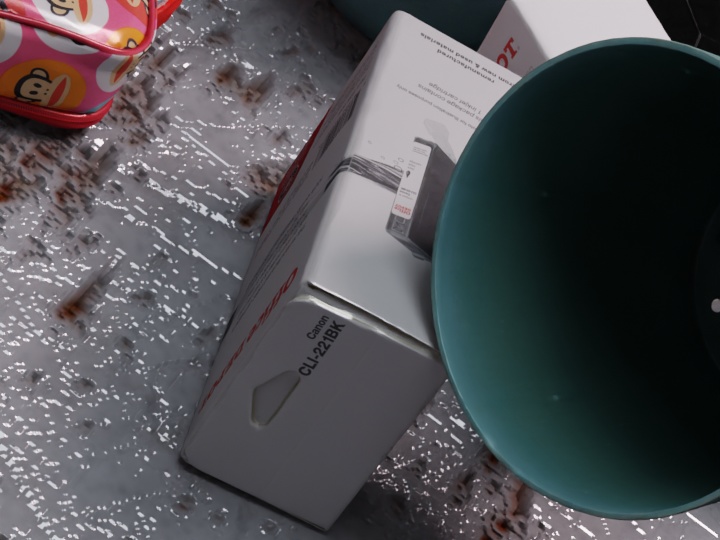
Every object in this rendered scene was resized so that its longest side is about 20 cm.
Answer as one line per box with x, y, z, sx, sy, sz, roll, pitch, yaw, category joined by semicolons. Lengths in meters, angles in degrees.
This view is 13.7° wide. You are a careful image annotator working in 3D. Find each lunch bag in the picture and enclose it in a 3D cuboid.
-0.170;-0.170;1.507;0.175;0.082;0.201;15;46;-22;lunch bag

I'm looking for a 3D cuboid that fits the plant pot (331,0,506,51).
0.048;-0.194;1.627;0.199;0.135;0.201;17;46;-19;plant pot

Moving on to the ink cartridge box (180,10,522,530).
0.000;0.000;1.419;0.083;0.144;0.200;28;44;-8;ink cartridge box

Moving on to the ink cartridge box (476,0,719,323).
0.123;-0.027;1.521;0.084;0.146;0.200;-12;59;-32;ink cartridge box

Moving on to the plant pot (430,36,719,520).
0.157;0.004;1.308;0.161;0.201;0.201;1;51;-52;plant pot

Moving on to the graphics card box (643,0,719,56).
0.195;-0.186;1.602;0.200;0.051;0.126;-38;109;-60;graphics card box
